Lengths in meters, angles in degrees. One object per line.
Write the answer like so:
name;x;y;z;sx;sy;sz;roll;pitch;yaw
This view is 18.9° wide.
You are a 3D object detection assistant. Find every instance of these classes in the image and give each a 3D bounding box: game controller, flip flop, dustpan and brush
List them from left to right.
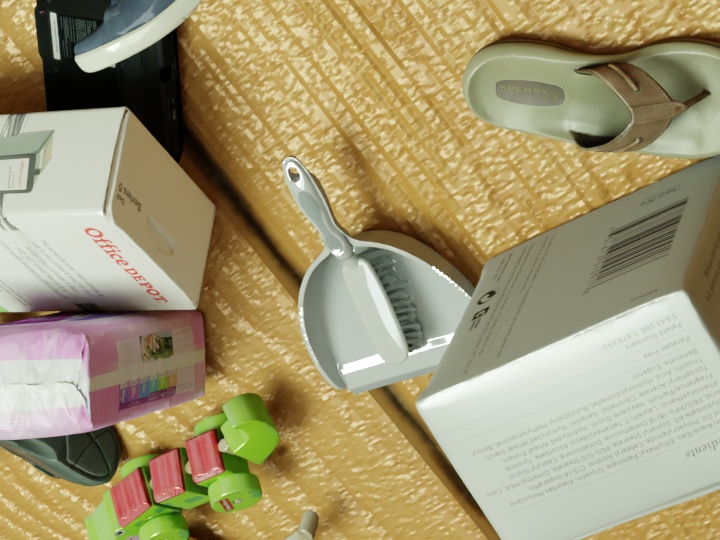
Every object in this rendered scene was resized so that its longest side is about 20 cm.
game controller;-0.173;-0.159;1.473;0.104;0.042;0.201;15;122;28
dustpan and brush;0.000;0.000;1.480;0.139;0.057;0.201;-17;111;26
flip flop;0.158;-0.106;1.370;0.198;0.058;0.082;7;119;15

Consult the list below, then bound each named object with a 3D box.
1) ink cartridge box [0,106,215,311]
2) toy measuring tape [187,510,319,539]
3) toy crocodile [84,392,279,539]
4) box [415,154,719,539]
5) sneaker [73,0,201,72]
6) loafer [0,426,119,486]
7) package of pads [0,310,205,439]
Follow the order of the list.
ink cartridge box;-0.219;-0.037;1.476;0.198;0.085;0.146;-1;154;23
toy measuring tape;-0.117;0.218;1.626;0.074;0.074;0.200;46;127;-9
toy crocodile;-0.135;0.155;1.594;0.199;0.062;0.068;-32;59;29
box;0.167;0.053;1.370;0.199;0.199;0.131;-25;107;28
sneaker;-0.119;-0.212;1.384;0.200;0.075;0.085;-39;102;8
loafer;-0.264;0.103;1.595;0.063;0.072;0.200;-13;137;38
package of pads;-0.198;0.068;1.499;0.120;0.200;0.076;-1;94;19
